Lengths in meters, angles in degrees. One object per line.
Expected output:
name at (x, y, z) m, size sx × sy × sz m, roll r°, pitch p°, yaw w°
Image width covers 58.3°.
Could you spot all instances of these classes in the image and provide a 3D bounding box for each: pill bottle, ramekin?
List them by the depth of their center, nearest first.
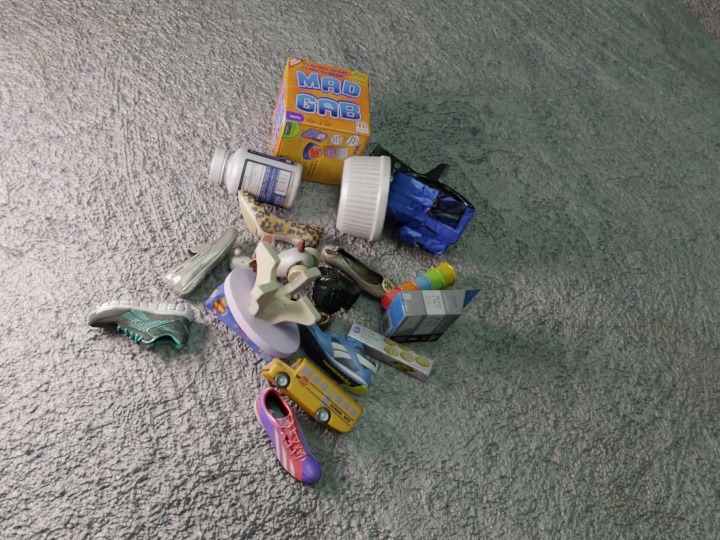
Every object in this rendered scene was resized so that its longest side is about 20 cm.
pill bottle at (-0.242, -0.218, 1.488) m, size 0.199 × 0.111 × 0.111 m, roll 15°, pitch 57°, yaw -11°
ramekin at (0.004, -0.171, 1.502) m, size 0.105 × 0.200 × 0.201 m, roll 7°, pitch 58°, yaw -3°

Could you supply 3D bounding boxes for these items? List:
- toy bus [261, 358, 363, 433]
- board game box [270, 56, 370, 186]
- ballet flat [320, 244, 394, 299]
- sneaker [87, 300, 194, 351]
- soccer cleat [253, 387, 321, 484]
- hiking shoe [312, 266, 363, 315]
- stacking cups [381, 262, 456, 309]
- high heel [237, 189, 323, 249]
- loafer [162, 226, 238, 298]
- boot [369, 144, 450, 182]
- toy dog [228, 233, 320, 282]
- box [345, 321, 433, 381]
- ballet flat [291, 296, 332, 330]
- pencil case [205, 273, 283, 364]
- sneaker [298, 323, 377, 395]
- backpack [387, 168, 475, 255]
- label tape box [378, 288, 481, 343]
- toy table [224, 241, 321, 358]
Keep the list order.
toy bus at (-0.095, 0.239, 1.263) m, size 0.200 × 0.065 × 0.078 m, roll 43°, pitch 69°, yaw -11°
board game box at (-0.101, -0.354, 1.565) m, size 0.199 × 0.200 × 0.201 m, roll 8°, pitch 58°, yaw -15°
ballet flat at (0.000, 0.000, 1.469) m, size 0.200 × 0.046 × 0.067 m, roll 34°, pitch 33°, yaw -6°
sneaker at (-0.425, 0.111, 1.252) m, size 0.199 × 0.078 × 0.092 m, roll 2°, pitch 64°, yaw -17°
soccer cleat at (-0.138, 0.314, 1.230) m, size 0.068 × 0.073 × 0.200 m, roll -25°, pitch 71°, yaw -30°
hiking shoe at (-0.071, 0.038, 1.379) m, size 0.101 × 0.200 × 0.076 m, roll 37°, pitch 98°, yaw 17°
stacking cups at (0.132, 0.044, 1.491) m, size 0.200 × 0.061 × 0.061 m, roll -25°, pitch 71°, yaw -33°
high heel at (-0.181, -0.120, 1.470) m, size 0.142 × 0.071 × 0.200 m, roll -33°, pitch 92°, yaw -26°
loafer at (-0.334, -0.029, 1.367) m, size 0.070 × 0.070 × 0.200 m, roll 40°, pitch 56°, yaw -4°
boot at (0.119, -0.264, 1.679) m, size 0.199 × 0.066 × 0.165 m, roll 29°, pitch 53°, yaw 4°
toy dog at (-0.181, -0.028, 1.370) m, size 0.199 × 0.097 × 0.132 m, roll -8°, pitch 35°, yaw -10°
box at (0.061, 0.177, 1.404) m, size 0.199 × 0.039 × 0.042 m, roll 27°, pitch 54°, yaw -2°
ballet flat at (-0.151, 0.081, 1.362) m, size 0.199 × 0.072 × 0.068 m, roll 18°, pitch 73°, yaw -9°
pencil case at (-0.220, 0.103, 1.300) m, size 0.078 × 0.087 × 0.200 m, roll -43°, pitch 98°, yaw 8°
sneaker at (-0.047, 0.170, 1.352) m, size 0.200 × 0.074 × 0.082 m, roll 44°, pitch 58°, yaw -2°
backpack at (0.149, -0.142, 1.543) m, size 0.200 × 0.163 × 0.168 m, roll 30°, pitch 93°, yaw -5°
label tape box at (0.158, 0.101, 1.420) m, size 0.199 × 0.144 × 0.064 m, roll -1°, pitch 61°, yaw -20°
toy table at (-0.161, 0.053, 1.234) m, size 0.200 × 0.117 × 0.184 m, roll 47°, pitch 32°, yaw 1°
